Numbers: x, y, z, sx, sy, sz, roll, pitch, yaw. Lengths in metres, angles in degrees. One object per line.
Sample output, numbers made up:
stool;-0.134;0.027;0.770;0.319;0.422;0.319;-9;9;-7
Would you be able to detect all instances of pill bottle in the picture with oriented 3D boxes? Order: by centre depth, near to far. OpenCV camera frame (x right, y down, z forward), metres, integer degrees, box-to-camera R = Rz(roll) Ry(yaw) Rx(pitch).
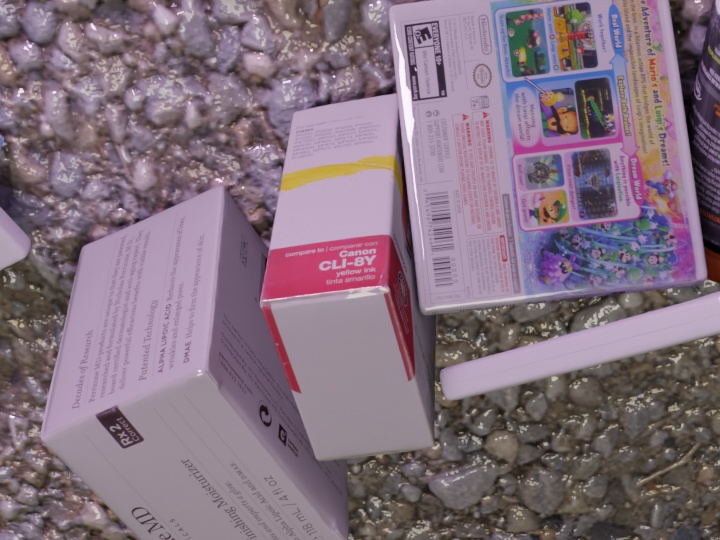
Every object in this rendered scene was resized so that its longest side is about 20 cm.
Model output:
pill bottle;0.267;-0.085;0.848;0.104;0.107;0.202;1;131;-2

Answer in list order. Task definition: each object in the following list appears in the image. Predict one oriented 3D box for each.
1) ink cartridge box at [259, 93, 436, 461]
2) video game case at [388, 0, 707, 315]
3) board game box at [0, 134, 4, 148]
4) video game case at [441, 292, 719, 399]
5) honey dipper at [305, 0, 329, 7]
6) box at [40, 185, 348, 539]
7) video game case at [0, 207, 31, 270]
ink cartridge box;0.000;0.000;0.849;0.082;0.202;0.146;-8;131;11
video game case;0.116;-0.081;0.812;0.179;0.203;0.024;-6;171;4
board game box;-0.372;-0.080;0.886;0.199;0.037;0.151;-33;123;22
video game case;0.179;0.041;0.827;0.198;0.024;0.181;-19;173;35
honey dipper;-0.109;-0.209;0.784;0.197;0.038;0.038;15;128;-11
box;-0.109;0.087;0.923;0.129;0.201;0.200;-22;127;16
video game case;-0.362;-0.036;0.884;0.198;0.023;0.183;-24;127;18
